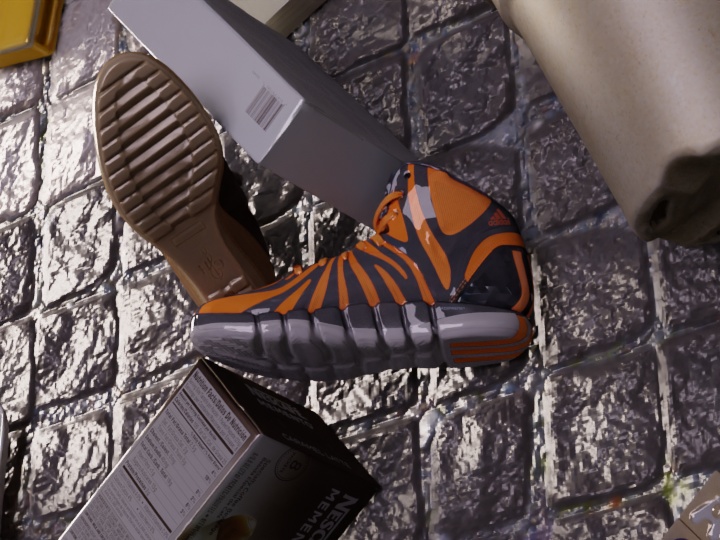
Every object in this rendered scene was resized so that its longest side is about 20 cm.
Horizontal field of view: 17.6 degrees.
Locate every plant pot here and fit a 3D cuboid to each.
[{"bbox_3d":[0.176,-0.122,1.232,0.200,0.200,0.184,-32,64,26],"label":"plant pot"}]

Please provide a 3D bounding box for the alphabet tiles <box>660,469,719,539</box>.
[{"bbox_3d":[0.191,0.222,1.168,0.167,0.008,0.200,-53,46,8],"label":"alphabet tiles"}]

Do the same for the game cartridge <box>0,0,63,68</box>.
[{"bbox_3d":[-0.299,-0.229,1.789,0.199,0.032,0.177,-10,65,41],"label":"game cartridge"}]

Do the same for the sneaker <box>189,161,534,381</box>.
[{"bbox_3d":[0.000,0.000,1.350,0.199,0.078,0.113,-2,69,1],"label":"sneaker"}]

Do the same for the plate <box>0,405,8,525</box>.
[{"bbox_3d":[-0.311,0.207,1.594,0.199,0.032,0.200,-18,59,34],"label":"plate"}]

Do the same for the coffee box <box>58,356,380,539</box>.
[{"bbox_3d":[-0.100,0.165,1.374,0.200,0.114,0.080,-51,47,9],"label":"coffee box"}]

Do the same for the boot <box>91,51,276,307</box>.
[{"bbox_3d":[-0.114,-0.063,1.412,0.072,0.201,0.166,-25,26,0],"label":"boot"}]

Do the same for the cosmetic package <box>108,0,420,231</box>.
[{"bbox_3d":[-0.049,-0.105,1.428,0.052,0.151,0.200,-53,46,10],"label":"cosmetic package"}]

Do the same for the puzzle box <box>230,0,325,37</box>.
[{"bbox_3d":[-0.080,-0.238,1.603,0.133,0.025,0.200,-41,49,20],"label":"puzzle box"}]
